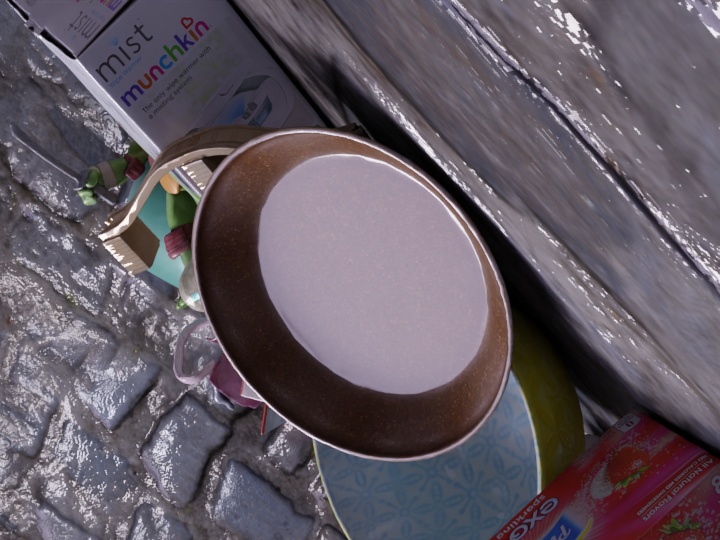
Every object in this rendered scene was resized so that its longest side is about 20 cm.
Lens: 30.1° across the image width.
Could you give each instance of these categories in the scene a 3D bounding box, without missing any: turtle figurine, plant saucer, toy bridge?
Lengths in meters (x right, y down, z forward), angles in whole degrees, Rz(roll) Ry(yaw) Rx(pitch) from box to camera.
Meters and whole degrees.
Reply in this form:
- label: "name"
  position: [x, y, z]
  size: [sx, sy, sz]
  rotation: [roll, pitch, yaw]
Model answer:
- label: "turtle figurine"
  position: [-0.170, -0.070, 1.079]
  size: [0.196, 0.143, 0.200]
  rotation: [63, -169, 6]
- label: "plant saucer"
  position: [-0.002, 0.010, 0.735]
  size: [0.198, 0.037, 0.202]
  rotation: [16, 125, 24]
- label: "toy bridge"
  position: [-0.078, -0.051, 0.780]
  size: [0.067, 0.198, 0.027]
  rotation: [50, -141, -32]

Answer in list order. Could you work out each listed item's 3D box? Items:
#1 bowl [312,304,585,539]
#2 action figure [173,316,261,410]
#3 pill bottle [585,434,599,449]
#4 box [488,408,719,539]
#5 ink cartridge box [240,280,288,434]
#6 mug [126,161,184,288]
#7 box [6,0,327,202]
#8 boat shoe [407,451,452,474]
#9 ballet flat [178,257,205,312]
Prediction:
- label: "bowl"
  position: [0.070, 0.094, 0.820]
  size: [0.107, 0.202, 0.200]
  rotation: [-11, -139, -40]
- label: "action figure"
  position: [-0.057, 0.035, 1.222]
  size: [0.148, 0.199, 0.135]
  rotation: [29, -144, -36]
- label: "pill bottle"
  position: [0.153, 0.197, 0.960]
  size: [0.120, 0.119, 0.201]
  rotation: [44, 163, 26]
- label: "box"
  position: [0.113, 0.178, 0.677]
  size: [0.096, 0.200, 0.100]
  rotation: [51, 174, -17]
- label: "ink cartridge box"
  position: [-0.040, 0.031, 0.898]
  size: [0.050, 0.110, 0.200]
  rotation: [13, -168, 17]
- label: "mug"
  position: [-0.116, -0.057, 1.250]
  size: [0.114, 0.185, 0.153]
  rotation: [25, 140, 28]
- label: "box"
  position: [-0.126, -0.129, 0.881]
  size: [0.177, 0.097, 0.200]
  rotation: [49, 175, -33]
- label: "boat shoe"
  position: [0.057, 0.080, 0.933]
  size: [0.091, 0.070, 0.203]
  rotation: [3, -107, -87]
- label: "ballet flat"
  position: [-0.076, -0.028, 0.964]
  size: [0.068, 0.062, 0.200]
  rotation: [54, -153, -6]
